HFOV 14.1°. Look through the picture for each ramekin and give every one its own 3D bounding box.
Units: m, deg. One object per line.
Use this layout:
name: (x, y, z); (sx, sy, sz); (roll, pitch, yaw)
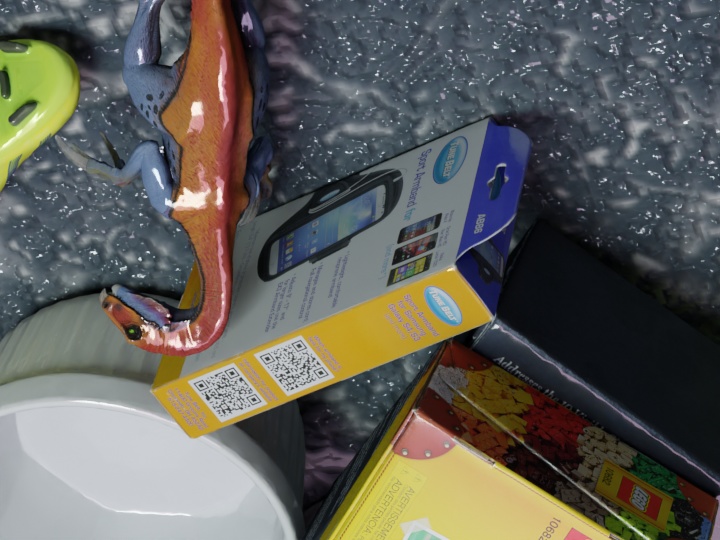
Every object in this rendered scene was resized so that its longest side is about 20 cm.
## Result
ramekin: (-0.121, 0.103, 1.514); (0.199, 0.105, 0.201); (5, 132, 6)

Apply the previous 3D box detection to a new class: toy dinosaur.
toy dinosaur: (-0.085, -0.053, 1.331); (0.105, 0.182, 0.200); (-6, 177, -8)

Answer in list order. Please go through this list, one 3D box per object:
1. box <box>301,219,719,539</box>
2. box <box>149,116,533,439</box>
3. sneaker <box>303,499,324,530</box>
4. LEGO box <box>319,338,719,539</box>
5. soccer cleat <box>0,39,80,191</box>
box: (0.102, 0.122, 1.427); (0.200, 0.124, 0.197); (36, 119, -3)
box: (0.000, 0.000, 1.389); (0.199, 0.119, 0.042); (-20, 122, 27)
sneaker: (-0.046, 0.212, 1.617); (0.099, 0.071, 0.200); (42, 122, -18)
LEGO box: (0.049, 0.157, 1.346); (0.149, 0.077, 0.200); (32, 117, -1)
soccer cleat: (-0.200, -0.049, 1.437); (0.200, 0.065, 0.084); (-35, 147, 29)
